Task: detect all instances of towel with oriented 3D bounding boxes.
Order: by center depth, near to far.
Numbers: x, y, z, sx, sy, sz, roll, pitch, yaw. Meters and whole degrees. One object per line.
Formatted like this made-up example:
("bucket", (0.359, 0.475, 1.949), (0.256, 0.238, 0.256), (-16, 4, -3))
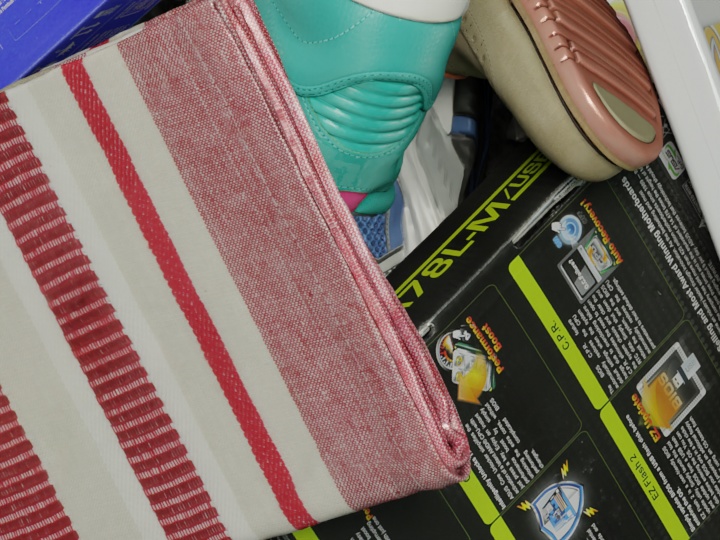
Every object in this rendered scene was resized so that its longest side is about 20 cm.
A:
("towel", (-0.077, 0.017, 0.828), (0.023, 0.199, 0.145), (-38, 106, -53))

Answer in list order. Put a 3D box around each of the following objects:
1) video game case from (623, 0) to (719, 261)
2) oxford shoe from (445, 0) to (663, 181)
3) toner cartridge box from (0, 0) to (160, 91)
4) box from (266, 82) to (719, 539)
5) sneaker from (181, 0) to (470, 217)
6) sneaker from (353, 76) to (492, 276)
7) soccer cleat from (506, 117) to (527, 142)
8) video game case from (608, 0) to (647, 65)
("video game case", (0.152, -0.015, 0.966), (0.023, 0.182, 0.201), (-20, 91, 25))
("oxford shoe", (0.029, -0.080, 0.926), (0.074, 0.200, 0.071), (-44, 131, 12))
("toner cartridge box", (-0.134, -0.078, 0.864), (0.043, 0.200, 0.095), (-24, 81, -53))
("box", (0.069, 0.076, 0.926), (0.193, 0.047, 0.200), (-44, 117, -21))
("sneaker", (-0.032, -0.074, 0.888), (0.083, 0.200, 0.121), (10, 112, -25))
("sneaker", (0.000, 0.000, 0.993), (0.077, 0.076, 0.201), (4, 83, 7))
("soccer cleat", (0.106, 0.017, 1.017), (0.085, 0.069, 0.201), (-14, 92, -24))
("video game case", (0.172, -0.052, 1.061), (0.200, 0.018, 0.143), (43, 76, -8))
